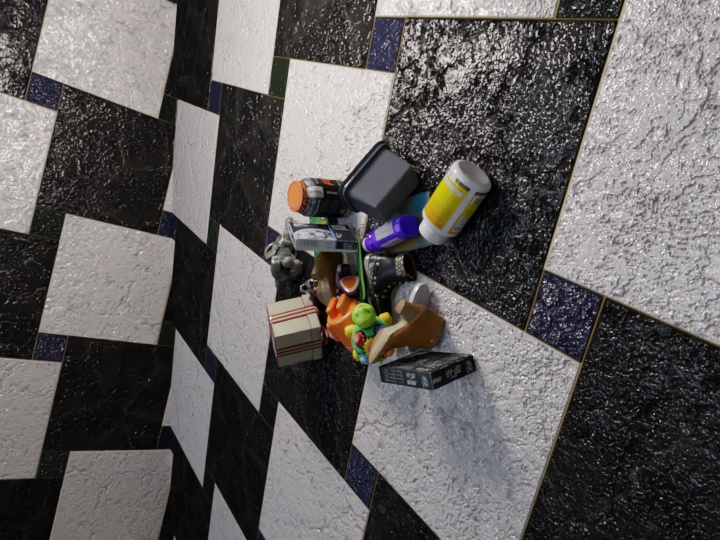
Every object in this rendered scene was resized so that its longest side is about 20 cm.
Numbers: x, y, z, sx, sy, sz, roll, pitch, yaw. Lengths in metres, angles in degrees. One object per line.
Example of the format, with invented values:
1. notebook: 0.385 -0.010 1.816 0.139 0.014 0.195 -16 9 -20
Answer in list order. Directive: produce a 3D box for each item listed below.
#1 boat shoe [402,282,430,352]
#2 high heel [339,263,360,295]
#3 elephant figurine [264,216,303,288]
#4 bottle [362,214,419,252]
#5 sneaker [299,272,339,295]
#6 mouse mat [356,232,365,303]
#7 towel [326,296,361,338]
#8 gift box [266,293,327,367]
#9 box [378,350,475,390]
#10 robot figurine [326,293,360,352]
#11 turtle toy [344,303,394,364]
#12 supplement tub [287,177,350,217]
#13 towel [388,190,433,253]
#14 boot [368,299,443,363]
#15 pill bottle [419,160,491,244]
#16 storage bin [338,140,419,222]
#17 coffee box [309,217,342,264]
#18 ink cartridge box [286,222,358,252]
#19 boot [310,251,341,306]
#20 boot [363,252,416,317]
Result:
1. boat shoe: 0.142 0.126 1.465 0.056 0.068 0.203 28 116 49
2. high heel: -0.033 0.057 1.654 0.201 0.066 0.098 -99 4 -68
3. elephant figurine: -0.290 -0.071 2.007 0.142 0.153 0.202 64 -173 -55
4. bottle: 0.077 -0.098 1.494 0.199 0.083 0.066 -23 81 54
5. sneaker: -0.143 0.054 1.829 0.199 0.081 0.078 -24 73 51
6. mouse mat: 0.000 0.000 1.619 0.161 0.007 0.204 108 156 -77
7. towel: -0.053 0.166 1.759 0.199 0.030 0.149 6 98 53
8. gift box: -0.214 0.200 1.816 0.202 0.184 0.186 95 158 -46
9. box: 0.168 0.251 1.357 0.199 0.158 0.044 -7 95 52
10. robot figurine: -0.023 0.167 1.612 0.201 0.143 0.117 56 174 -24
11. turtle toy: 0.029 0.182 1.505 0.101 0.144 0.203 -102 -7 -73
12. supplement tub: -0.126 -0.232 1.694 0.122 0.198 0.125 4 95 52
13. towel: 0.140 -0.131 1.493 0.199 0.021 0.149 -12 81 55
14. boot: 0.124 0.185 1.399 0.203 0.143 0.071 -58 21 10
15. pill bottle: 0.225 -0.161 1.302 0.110 0.108 0.201 59 134 32
16. storage bin: 0.063 -0.229 1.472 0.134 0.146 0.200 36 80 35
17. coffee box: -0.120 -0.107 1.821 0.122 0.043 0.204 -20 75 53
18. ink cartridge box: -0.123 -0.113 1.655 0.200 0.195 0.044 -125 39 -62
19. boot: -0.093 0.014 1.714 0.070 0.145 0.203 8 142 24
20. boot: 0.091 0.046 1.524 0.152 0.073 0.207 -5 99 43
